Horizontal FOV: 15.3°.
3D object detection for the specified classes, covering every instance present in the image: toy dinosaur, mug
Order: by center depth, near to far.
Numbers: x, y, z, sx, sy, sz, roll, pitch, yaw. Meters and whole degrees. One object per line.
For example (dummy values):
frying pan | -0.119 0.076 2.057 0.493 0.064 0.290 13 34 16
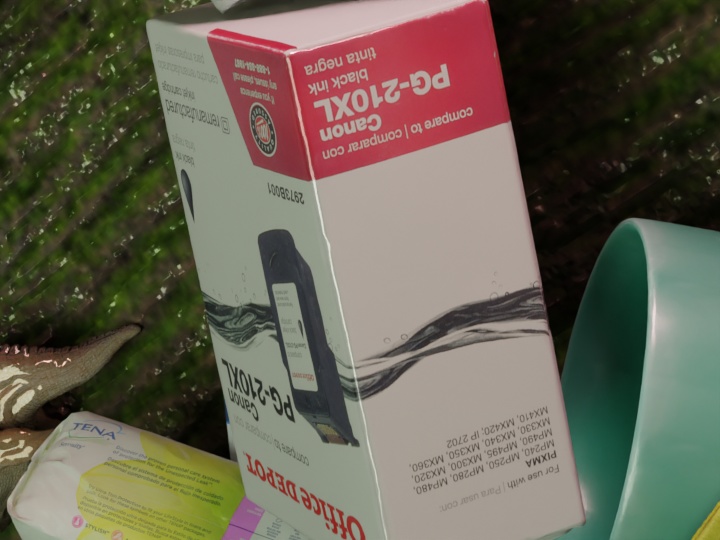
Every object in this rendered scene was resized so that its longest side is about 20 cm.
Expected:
mug | 0.138 0.081 0.999 0.114 0.152 0.186 10 101 -7
toy dinosaur | -0.190 0.081 1.253 0.136 0.086 0.200 45 120 17

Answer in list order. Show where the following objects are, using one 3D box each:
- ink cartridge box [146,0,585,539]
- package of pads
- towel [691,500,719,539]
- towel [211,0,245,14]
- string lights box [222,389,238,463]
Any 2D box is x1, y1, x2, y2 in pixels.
ink cartridge box | 0.000 0.000 0.988 0.145 0.084 0.201 22 126 64
package of pads | -0.046 0.148 1.160 0.199 0.068 0.155 17 148 25
towel | 0.121 0.148 0.926 0.086 0.018 0.200 34 96 -17
towel | -0.035 -0.211 0.932 0.171 0.048 0.201 -29 99 24
string lights box | -0.008 -0.009 1.116 0.102 0.059 0.201 6 112 31
